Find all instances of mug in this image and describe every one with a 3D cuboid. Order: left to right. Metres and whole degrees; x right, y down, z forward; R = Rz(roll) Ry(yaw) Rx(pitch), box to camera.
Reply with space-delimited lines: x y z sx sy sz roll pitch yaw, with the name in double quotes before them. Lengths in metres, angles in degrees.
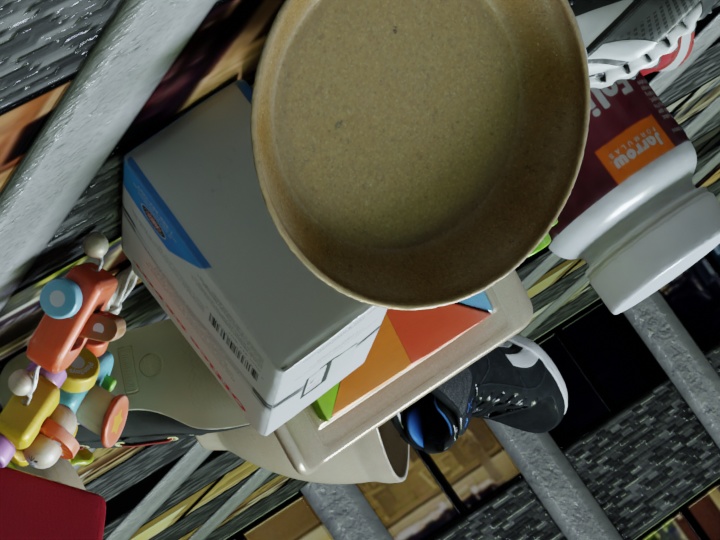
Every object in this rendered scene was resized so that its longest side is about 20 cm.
"mug" 0.032 -0.102 1.497 0.153 0.186 0.150 -43 141 -6

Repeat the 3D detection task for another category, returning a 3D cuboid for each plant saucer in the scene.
"plant saucer" 0.025 -0.082 1.381 0.200 0.201 0.035 -32 -157 -22

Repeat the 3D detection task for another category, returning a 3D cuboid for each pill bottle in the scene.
"pill bottle" 0.142 -0.080 1.731 0.114 0.201 0.114 -35 172 -5

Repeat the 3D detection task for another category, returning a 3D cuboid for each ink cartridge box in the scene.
"ink cartridge box" -0.061 -0.002 1.522 0.084 0.146 0.200 -36 173 -11

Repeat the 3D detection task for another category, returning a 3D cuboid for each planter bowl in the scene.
"planter bowl" -0.051 0.053 1.839 0.134 0.202 0.200 -10 176 9

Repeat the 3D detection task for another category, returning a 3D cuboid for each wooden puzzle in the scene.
"wooden puzzle" 0.000 0.000 1.682 0.199 0.186 0.037 -34 -164 -21

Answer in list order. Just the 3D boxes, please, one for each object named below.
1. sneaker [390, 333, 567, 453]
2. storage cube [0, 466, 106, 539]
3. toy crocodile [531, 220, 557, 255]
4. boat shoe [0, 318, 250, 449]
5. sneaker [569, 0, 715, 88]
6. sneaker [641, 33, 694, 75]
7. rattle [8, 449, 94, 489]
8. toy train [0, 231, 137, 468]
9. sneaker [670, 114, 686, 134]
"sneaker" 0.067 0.086 1.805 0.073 0.113 0.200 -22 137 31
"storage cube" -0.270 0.219 1.603 0.171 0.199 0.181 -45 -148 49
"toy crocodile" 0.085 -0.042 1.612 0.061 0.068 0.200 -28 -178 -8
"boat shoe" -0.128 0.073 1.742 0.200 0.074 0.063 -6 165 5
"sneaker" 0.120 -0.150 1.627 0.199 0.091 0.067 -29 -143 13
"sneaker" 0.155 -0.140 1.899 0.115 0.079 0.200 -34 171 -20
"rattle" -0.183 0.182 1.900 0.130 0.201 0.143 -40 171 35
"toy train" -0.160 0.055 1.615 0.151 0.055 0.200 -60 173 3
"sneaker" 0.176 -0.081 1.933 0.108 0.070 0.200 -35 175 8
